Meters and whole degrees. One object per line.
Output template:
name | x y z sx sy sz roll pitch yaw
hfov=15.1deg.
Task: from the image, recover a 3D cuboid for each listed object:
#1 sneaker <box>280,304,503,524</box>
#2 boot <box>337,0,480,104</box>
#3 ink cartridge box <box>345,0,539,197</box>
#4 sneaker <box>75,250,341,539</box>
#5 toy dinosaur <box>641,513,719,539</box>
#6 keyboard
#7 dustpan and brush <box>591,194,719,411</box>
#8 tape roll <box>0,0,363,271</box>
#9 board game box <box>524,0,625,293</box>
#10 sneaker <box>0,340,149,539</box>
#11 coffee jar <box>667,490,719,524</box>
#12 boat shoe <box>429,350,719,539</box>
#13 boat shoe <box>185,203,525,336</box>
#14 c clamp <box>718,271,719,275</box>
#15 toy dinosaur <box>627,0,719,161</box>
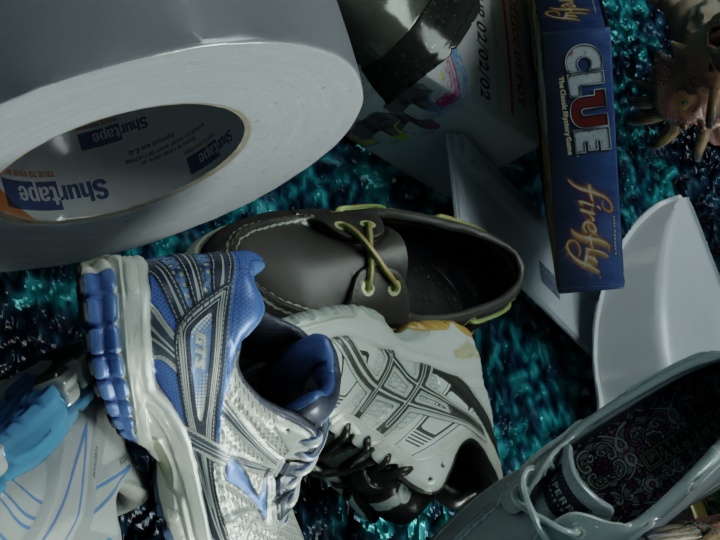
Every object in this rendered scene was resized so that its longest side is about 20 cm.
sneaker | 0.002 0.069 1.202 0.200 0.076 0.088 3 64 -52
boot | 0.010 -0.177 1.294 0.131 0.068 0.200 46 35 -11
ink cartridge box | 0.026 -0.118 1.386 0.200 0.068 0.115 29 45 -40
sneaker | -0.044 0.066 1.082 0.200 0.085 0.077 67 10 -47
toy dinosaur | 0.150 0.181 1.158 0.086 0.136 0.200 14 39 -26
keyboard | 0.096 -0.001 1.411 0.200 0.011 0.056 42 41 -47
dustpan and brush | 0.146 0.065 1.423 0.140 0.057 0.200 67 28 -20
tape roll | -0.102 -0.069 1.052 0.200 0.200 0.066 4 62 -53
board game box | 0.107 -0.089 1.389 0.200 0.034 0.136 -89 174 -67
sneaker | -0.130 0.101 1.003 0.087 0.075 0.200 60 32 -10
coffee jar | 0.153 0.132 1.333 0.200 0.104 0.086 -2 64 -53
boat shoe | 0.096 0.099 1.203 0.070 0.201 0.072 53 -4 24
boat shoe | 0.000 0.000 1.266 0.201 0.060 0.072 4 61 -53
c clamp | 0.253 0.098 1.566 0.200 0.027 0.171 53 33 -13
toy dinosaur | 0.215 -0.113 1.623 0.200 0.086 0.136 37 44 -52
